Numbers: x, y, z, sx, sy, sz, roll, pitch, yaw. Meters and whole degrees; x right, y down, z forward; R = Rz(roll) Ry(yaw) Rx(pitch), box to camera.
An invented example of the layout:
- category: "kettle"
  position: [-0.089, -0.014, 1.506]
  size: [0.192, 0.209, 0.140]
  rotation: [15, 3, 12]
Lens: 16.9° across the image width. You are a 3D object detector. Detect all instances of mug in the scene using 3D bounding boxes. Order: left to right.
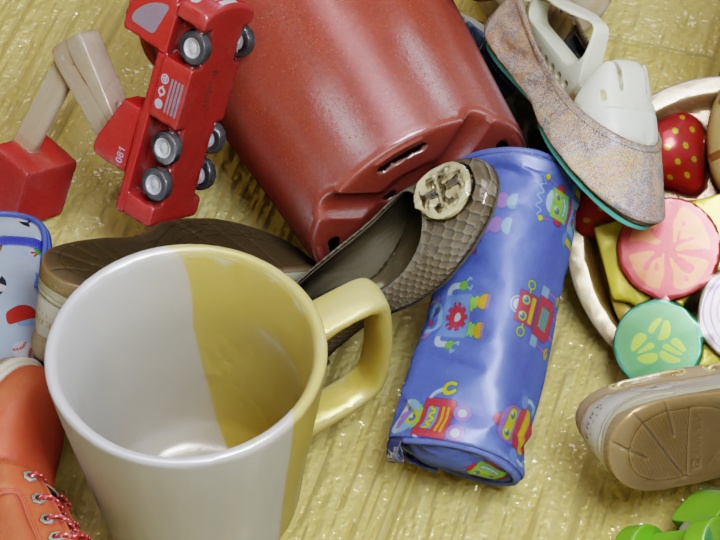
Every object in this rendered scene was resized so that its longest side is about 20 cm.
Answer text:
- category: "mug"
  position: [-0.074, 0.090, 1.341]
  size: [0.186, 0.153, 0.150]
  rotation: [-1, 49, 0]

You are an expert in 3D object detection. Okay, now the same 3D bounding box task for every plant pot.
- category: "plant pot"
  position: [-0.007, -0.114, 1.499]
  size: [0.200, 0.201, 0.195]
  rotation: [-21, 60, -16]

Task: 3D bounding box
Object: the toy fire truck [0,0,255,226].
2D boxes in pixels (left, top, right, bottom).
- category: "toy fire truck"
  position: [-0.149, -0.099, 1.472]
  size: [0.141, 0.200, 0.049]
  rotation: [32, 29, 27]

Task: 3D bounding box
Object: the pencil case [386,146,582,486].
- category: "pencil case"
  position: [0.072, 0.028, 1.409]
  size: [0.087, 0.078, 0.200]
  rotation: [-6, 63, 44]

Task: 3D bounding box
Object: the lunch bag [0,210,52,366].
- category: "lunch bag"
  position: [-0.279, 0.033, 1.448]
  size: [0.199, 0.076, 0.160]
  rotation: [-2, 48, -2]

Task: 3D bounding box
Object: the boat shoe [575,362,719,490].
- category: "boat shoe"
  position: [0.215, 0.081, 1.385]
  size: [0.200, 0.074, 0.069]
  rotation: [0, 17, -26]

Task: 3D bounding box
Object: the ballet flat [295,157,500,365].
- category: "ballet flat"
  position: [0.000, 0.000, 1.409]
  size: [0.200, 0.046, 0.067]
  rotation: [-39, 38, 26]

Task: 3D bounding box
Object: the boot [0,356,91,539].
- category: "boot"
  position: [-0.178, 0.138, 1.323]
  size: [0.107, 0.075, 0.200]
  rotation: [-7, 61, 31]

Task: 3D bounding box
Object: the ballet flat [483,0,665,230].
- category: "ballet flat"
  position: [0.131, -0.108, 1.424]
  size: [0.068, 0.067, 0.200]
  rotation: [8, 35, -38]

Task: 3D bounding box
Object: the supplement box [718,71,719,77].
- category: "supplement box"
  position: [0.333, -0.189, 1.503]
  size: [0.133, 0.200, 0.197]
  rotation: [24, 33, 20]

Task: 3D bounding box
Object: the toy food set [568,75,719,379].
- category: "toy food set"
  position: [0.222, -0.020, 1.442]
  size: [0.200, 0.049, 0.198]
  rotation: [-16, 83, 4]

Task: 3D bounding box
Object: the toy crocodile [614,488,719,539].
- category: "toy crocodile"
  position: [0.165, 0.193, 1.314]
  size: [0.067, 0.062, 0.200]
  rotation: [-14, 34, 44]

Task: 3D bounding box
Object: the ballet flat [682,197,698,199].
- category: "ballet flat"
  position: [0.250, -0.019, 1.491]
  size: [0.200, 0.069, 0.071]
  rotation: [6, 67, 7]

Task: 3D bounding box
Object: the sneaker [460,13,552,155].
- category: "sneaker"
  position: [0.117, -0.110, 1.568]
  size: [0.085, 0.077, 0.200]
  rotation: [-5, 29, -41]

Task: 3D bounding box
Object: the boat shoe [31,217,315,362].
- category: "boat shoe"
  position: [-0.111, 0.016, 1.434]
  size: [0.072, 0.065, 0.200]
  rotation: [34, 29, 35]

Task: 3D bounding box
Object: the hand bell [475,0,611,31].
- category: "hand bell"
  position: [0.092, -0.191, 1.541]
  size: [0.104, 0.104, 0.200]
  rotation: [18, 13, 15]
